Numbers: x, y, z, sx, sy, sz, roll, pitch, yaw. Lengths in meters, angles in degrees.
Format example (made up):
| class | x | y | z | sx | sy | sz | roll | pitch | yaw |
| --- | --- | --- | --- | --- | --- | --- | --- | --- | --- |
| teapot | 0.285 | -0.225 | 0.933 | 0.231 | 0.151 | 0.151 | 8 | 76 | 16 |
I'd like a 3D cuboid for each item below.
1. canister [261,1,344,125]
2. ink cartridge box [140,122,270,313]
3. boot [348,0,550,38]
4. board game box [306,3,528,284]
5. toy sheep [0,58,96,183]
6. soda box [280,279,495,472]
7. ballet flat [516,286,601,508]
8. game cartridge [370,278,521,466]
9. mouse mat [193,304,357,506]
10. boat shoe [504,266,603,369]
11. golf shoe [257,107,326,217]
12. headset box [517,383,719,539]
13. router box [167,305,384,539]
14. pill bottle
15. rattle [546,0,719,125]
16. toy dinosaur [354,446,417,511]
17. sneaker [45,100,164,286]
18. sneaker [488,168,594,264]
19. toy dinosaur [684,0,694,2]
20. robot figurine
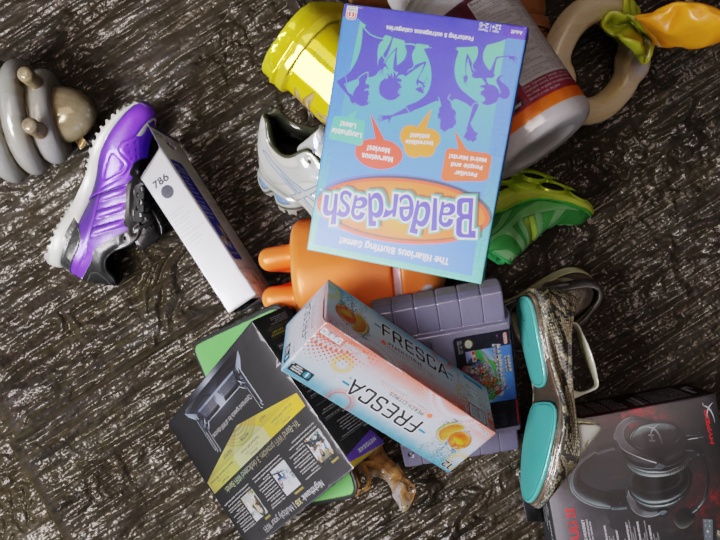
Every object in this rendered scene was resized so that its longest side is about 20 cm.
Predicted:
| class | x | y | z | sx | sy | sz | roll | pitch | yaw |
| --- | --- | --- | --- | --- | --- | --- | --- | --- | --- |
| canister | 0.017 | -0.163 | 0.730 | 0.200 | 0.149 | 0.087 | 43 | 115 | 1 |
| ink cartridge box | -0.164 | -0.050 | 0.762 | 0.039 | 0.099 | 0.202 | -32 | 87 | 3 |
| boot | 0.098 | -0.258 | 0.771 | 0.197 | 0.077 | 0.158 | -18 | 92 | -4 |
| board game box | 0.046 | -0.103 | 0.608 | 0.150 | 0.045 | 0.203 | 10 | 97 | 12 |
| toy sheep | -0.371 | -0.153 | 0.758 | 0.196 | 0.138 | 0.140 | -4 | 89 | -6 |
| soda box | 0.027 | 0.098 | 0.662 | 0.199 | 0.064 | 0.068 | 36 | 116 | -20 |
| ballet flat | 0.188 | 0.116 | 0.689 | 0.074 | 0.068 | 0.204 | 2 | 81 | -12 |
| game cartridge | 0.089 | 0.107 | 0.726 | 0.127 | 0.039 | 0.202 | -8 | 122 | 8 |
| mouse mat | -0.092 | 0.147 | 0.753 | 0.160 | 0.007 | 0.203 | -24 | 90 | 40 |
| boat shoe | 0.157 | 0.062 | 0.758 | 0.199 | 0.065 | 0.074 | -37 | 89 | 3 |
| golf shoe | -0.024 | -0.080 | 0.674 | 0.198 | 0.098 | 0.078 | 28 | 59 | 25 |
| headset box | 0.259 | 0.209 | 0.744 | 0.197 | 0.077 | 0.151 | -10 | 88 | 1 |
| router box | -0.090 | 0.157 | 0.715 | 0.158 | 0.052 | 0.200 | 53 | 128 | 12 |
| pill bottle | 0.111 | -0.194 | 0.672 | 0.109 | 0.110 | 0.202 | -31 | 79 | 2 |
| rattle | 0.226 | -0.172 | 0.710 | 0.199 | 0.131 | 0.143 | -35 | 48 | -12 |
| toy dinosaur | -0.014 | 0.167 | 0.781 | 0.105 | 0.060 | 0.202 | -29 | 80 | -9 |
| sneaker | -0.245 | -0.074 | 0.784 | 0.099 | 0.070 | 0.202 | 28 | 99 | 2 |
| sneaker | 0.148 | -0.053 | 0.735 | 0.197 | 0.074 | 0.085 | -7 | 125 | -32 |
| toy dinosaur | 0.418 | -0.251 | 0.763 | 0.196 | 0.058 | 0.103 | -6 | 74 | -5 |
| robot figurine | 0.000 | -0.002 | 0.743 | 0.196 | 0.118 | 0.145 | -5 | 49 | 3 |
